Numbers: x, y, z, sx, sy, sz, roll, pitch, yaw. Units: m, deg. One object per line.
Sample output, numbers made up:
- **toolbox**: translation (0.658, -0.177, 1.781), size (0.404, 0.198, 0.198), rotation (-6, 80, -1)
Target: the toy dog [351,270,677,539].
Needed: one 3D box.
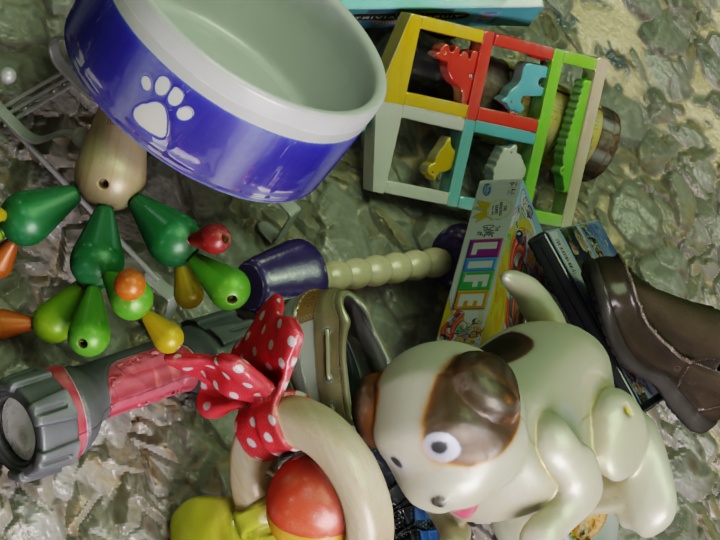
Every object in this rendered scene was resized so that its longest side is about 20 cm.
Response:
- **toy dog**: translation (0.089, 0.095, 1.536), size (0.200, 0.139, 0.195), rotation (5, 86, -55)

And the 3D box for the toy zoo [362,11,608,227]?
- **toy zoo**: translation (0.079, -0.110, 1.816), size (0.199, 0.020, 0.132), rotation (11, 95, -26)

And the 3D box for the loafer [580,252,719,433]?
- **loafer**: translation (0.218, 0.039, 1.739), size (0.200, 0.071, 0.073), rotation (42, 24, -48)

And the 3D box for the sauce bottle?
- **sauce bottle**: translation (0.100, -0.127, 1.871), size (0.199, 0.065, 0.065), rotation (22, 53, -25)

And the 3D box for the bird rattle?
- **bird rattle**: translation (-0.038, 0.125, 1.531), size (0.163, 0.201, 0.112), rotation (29, 28, 34)

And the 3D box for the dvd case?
- **dvd case**: translation (0.180, 0.033, 1.802), size (0.143, 0.018, 0.200), rotation (62, 16, 5)

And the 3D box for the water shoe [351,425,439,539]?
- **water shoe**: translation (0.038, 0.186, 1.590), size (0.200, 0.071, 0.079), rotation (58, -1, -20)

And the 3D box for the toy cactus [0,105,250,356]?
- **toy cactus**: translation (-0.165, -0.030, 1.543), size (0.199, 0.102, 0.166), rotation (2, 67, 13)

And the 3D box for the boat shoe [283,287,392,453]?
- **boat shoe**: translation (0.003, 0.106, 1.635), size (0.075, 0.068, 0.201), rotation (-40, 106, -52)

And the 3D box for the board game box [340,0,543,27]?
- **board game box**: translation (0.027, -0.255, 1.830), size (0.199, 0.047, 0.152), rotation (-2, 77, -13)

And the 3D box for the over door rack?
- **over door rack**: translation (-0.137, -0.082, 1.661), size (0.200, 0.067, 0.148), rotation (53, 47, 0)

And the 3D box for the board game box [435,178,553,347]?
- **board game box**: translation (0.096, 0.055, 1.732), size (0.135, 0.034, 0.201), rotation (65, 31, -44)

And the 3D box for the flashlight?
- **flashlight**: translation (-0.142, 0.074, 1.566), size (0.199, 0.068, 0.068), rotation (-17, 76, -41)

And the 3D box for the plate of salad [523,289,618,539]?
- **plate of salad**: translation (0.155, 0.109, 1.733), size (0.200, 0.048, 0.201), rotation (-14, 90, -70)

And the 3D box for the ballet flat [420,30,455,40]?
- **ballet flat**: translation (0.019, -0.261, 1.892), size (0.200, 0.069, 0.069), rotation (49, 46, -3)

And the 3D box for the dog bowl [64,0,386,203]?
- **dog bowl**: translation (-0.086, -0.138, 1.598), size (0.200, 0.079, 0.200), rotation (29, 29, -18)

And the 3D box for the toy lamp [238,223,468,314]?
- **toy lamp**: translation (0.000, 0.000, 1.726), size (0.199, 0.058, 0.058), rotation (-10, 71, -42)
